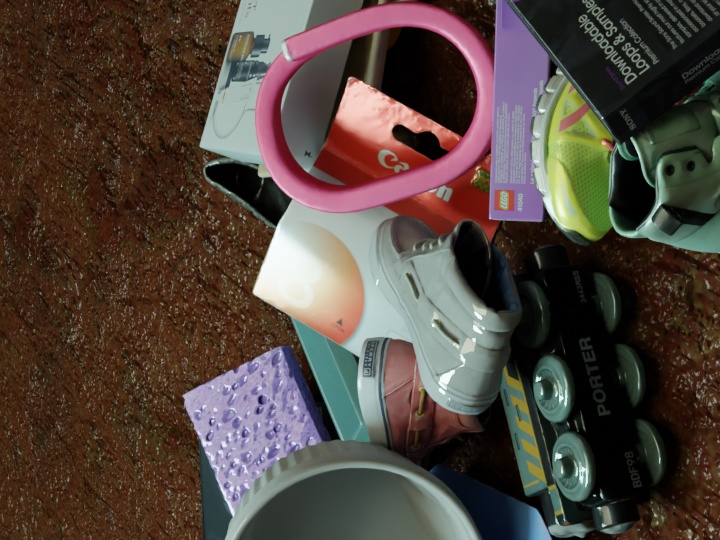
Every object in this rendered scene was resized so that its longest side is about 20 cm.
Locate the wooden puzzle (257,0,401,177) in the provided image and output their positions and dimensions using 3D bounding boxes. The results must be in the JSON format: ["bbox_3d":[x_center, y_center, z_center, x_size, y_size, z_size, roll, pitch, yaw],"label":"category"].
[{"bbox_3d":[-0.020,-0.173,1.191,0.199,0.046,0.188,2,81,60],"label":"wooden puzzle"}]

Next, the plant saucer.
[{"bbox_3d":[-0.033,0.061,1.185,0.202,0.019,0.070,65,155,24],"label":"plant saucer"}]

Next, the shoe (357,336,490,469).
[{"bbox_3d":[0.057,0.116,1.062,0.201,0.090,0.072,74,-158,-58],"label":"shoe"}]

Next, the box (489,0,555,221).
[{"bbox_3d":[0.115,-0.137,0.946,0.137,0.039,0.203,-24,-63,-79],"label":"box"}]

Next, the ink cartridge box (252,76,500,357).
[{"bbox_3d":[0.018,-0.026,1.083,0.161,0.050,0.201,30,125,9],"label":"ink cartridge box"}]

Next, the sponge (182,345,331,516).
[{"bbox_3d":[-0.072,0.179,1.224,0.111,0.030,0.202,-28,80,18],"label":"sponge"}]

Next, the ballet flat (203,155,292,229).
[{"bbox_3d":[-0.083,-0.065,1.294,0.199,0.056,0.067,26,113,53],"label":"ballet flat"}]

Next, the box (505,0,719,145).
[{"bbox_3d":[0.192,-0.182,0.802,0.199,0.036,0.144,-36,48,9],"label":"box"}]

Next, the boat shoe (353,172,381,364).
[{"bbox_3d":[0.001,0.001,1.166,0.073,0.063,0.202,54,133,39],"label":"boat shoe"}]

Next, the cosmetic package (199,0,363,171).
[{"bbox_3d":[-0.063,-0.190,1.166,0.150,0.051,0.202,14,88,59],"label":"cosmetic package"}]

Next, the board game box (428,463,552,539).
[{"bbox_3d":[0.103,0.238,1.045,0.199,0.039,0.160,16,105,55],"label":"board game box"}]

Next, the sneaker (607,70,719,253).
[{"bbox_3d":[0.215,-0.099,0.802,0.074,0.117,0.202,44,126,46],"label":"sneaker"}]

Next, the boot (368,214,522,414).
[{"bbox_3d":[0.065,0.000,0.967,0.201,0.073,0.096,-114,36,-47],"label":"boot"}]

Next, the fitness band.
[{"bbox_3d":[0.012,-0.123,1.037,0.198,0.037,0.145,-16,95,19],"label":"fitness band"}]

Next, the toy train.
[{"bbox_3d":[0.142,0.087,0.956,0.114,0.084,0.202,136,123,-62],"label":"toy train"}]

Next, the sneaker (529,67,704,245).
[{"bbox_3d":[0.172,-0.112,0.866,0.090,0.078,0.202,6,75,47],"label":"sneaker"}]

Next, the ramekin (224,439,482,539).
[{"bbox_3d":[-0.011,0.220,1.008,0.105,0.197,0.203,-134,48,-77],"label":"ramekin"}]

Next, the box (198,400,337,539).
[{"bbox_3d":[-0.090,0.206,1.325,0.199,0.043,0.163,-4,88,55],"label":"box"}]
